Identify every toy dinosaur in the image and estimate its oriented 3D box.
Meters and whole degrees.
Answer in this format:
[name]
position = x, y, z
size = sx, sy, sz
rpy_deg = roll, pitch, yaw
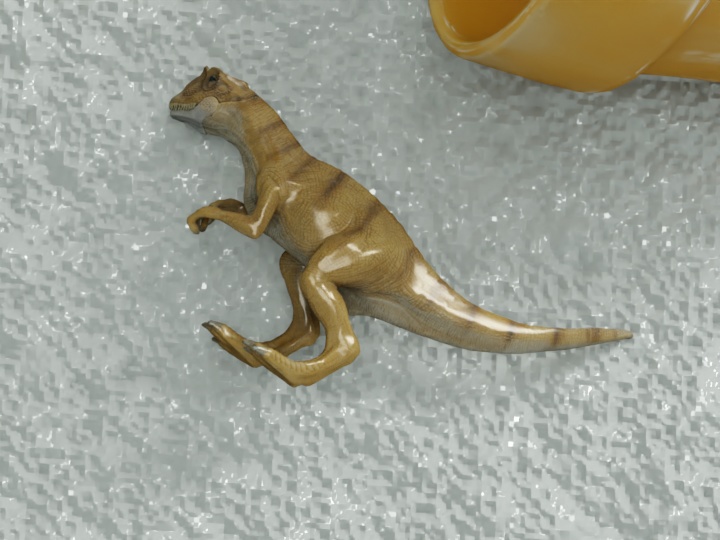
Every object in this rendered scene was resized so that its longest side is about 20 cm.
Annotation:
[toy dinosaur]
position = 0.000, 0.000, 0.910
size = 0.200, 0.060, 0.106
rpy_deg = 39, 80, 1

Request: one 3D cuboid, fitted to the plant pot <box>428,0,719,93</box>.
[plant pot]
position = 0.147, -0.148, 0.886
size = 0.182, 0.200, 0.201
rpy_deg = 16, 81, -17
